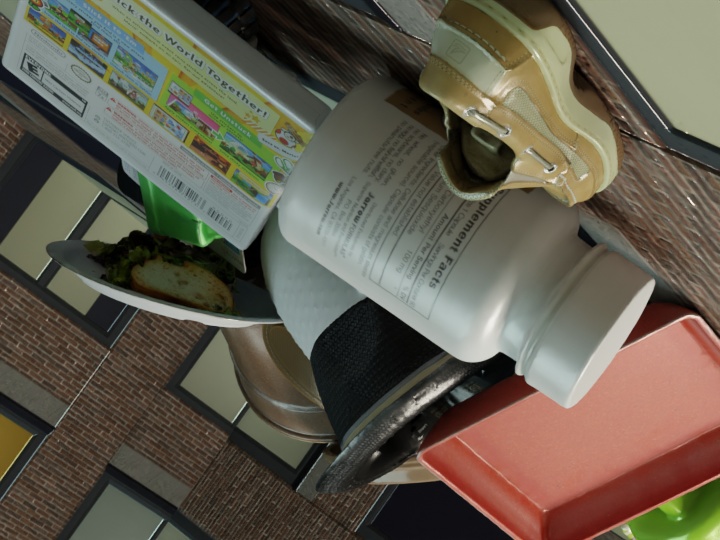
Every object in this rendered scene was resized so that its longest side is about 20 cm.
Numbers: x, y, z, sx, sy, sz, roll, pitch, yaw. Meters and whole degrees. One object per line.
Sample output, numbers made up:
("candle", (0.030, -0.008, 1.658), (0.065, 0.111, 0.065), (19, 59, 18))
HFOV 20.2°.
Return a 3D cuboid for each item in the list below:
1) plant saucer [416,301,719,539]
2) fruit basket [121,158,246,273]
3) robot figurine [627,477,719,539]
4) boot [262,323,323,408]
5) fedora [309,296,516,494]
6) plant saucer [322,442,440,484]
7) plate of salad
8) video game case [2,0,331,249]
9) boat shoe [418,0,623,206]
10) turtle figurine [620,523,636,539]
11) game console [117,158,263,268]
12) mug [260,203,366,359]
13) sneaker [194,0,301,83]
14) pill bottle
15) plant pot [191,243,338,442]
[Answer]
("plant saucer", (0.159, 0.101, 1.311), (0.200, 0.199, 0.037), (42, -155, -50))
("fruit basket", (-0.146, -0.115, 1.548), (0.200, 0.093, 0.186), (46, 151, 49))
("robot figurine", (0.274, 0.181, 1.471), (0.200, 0.116, 0.175), (38, 162, -24))
("boot", (0.035, 0.056, 1.636), (0.199, 0.155, 0.074), (24, 129, 20))
("fedora", (0.025, 0.063, 1.333), (0.092, 0.200, 0.201), (53, 178, 12))
("plant saucer", (0.067, 0.158, 1.760), (0.199, 0.030, 0.200), (-7, -177, 0))
("plate of salad", (-0.145, -0.001, 1.568), (0.199, 0.048, 0.200), (15, -171, -2))
("video game case", (-0.123, -0.112, 1.223), (0.200, 0.023, 0.182), (38, 152, 0))
("boat shoe", (0.064, -0.066, 0.918), (0.072, 0.076, 0.200), (32, 174, 28))
("turtle figurine", (0.285, 0.225, 1.711), (0.161, 0.065, 0.199), (13, -168, 42))
("game console", (-0.158, -0.115, 1.649), (0.118, 0.173, 0.200), (4, -160, -45))
("mug", (0.000, 0.000, 1.489), (0.175, 0.148, 0.200), (44, 177, 36))
("sneaker", (-0.107, -0.148, 1.302), (0.087, 0.075, 0.200), (43, 175, 21))
("pill bottle", (0.062, -0.014, 1.156), (0.200, 0.115, 0.114), (35, 174, 14))
("plant pot", (-0.046, 0.019, 1.761), (0.200, 0.200, 0.198), (32, 165, 29))
